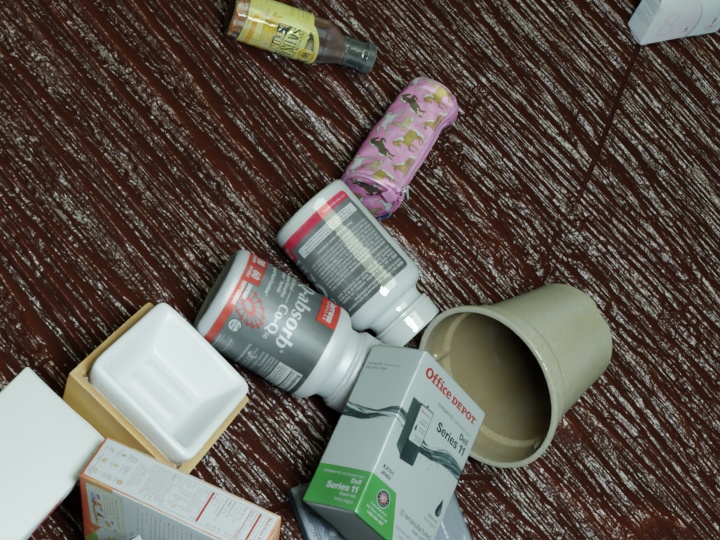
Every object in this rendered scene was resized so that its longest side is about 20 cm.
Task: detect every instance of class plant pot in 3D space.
[{"bbox_3d":[0.201,0.107,1.751,0.183,0.200,0.201,-27,80,-44],"label":"plant pot"}]

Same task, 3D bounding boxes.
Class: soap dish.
[{"bbox_3d":[-0.218,0.134,1.545,0.157,0.081,0.200,44,26,-2],"label":"soap dish"}]

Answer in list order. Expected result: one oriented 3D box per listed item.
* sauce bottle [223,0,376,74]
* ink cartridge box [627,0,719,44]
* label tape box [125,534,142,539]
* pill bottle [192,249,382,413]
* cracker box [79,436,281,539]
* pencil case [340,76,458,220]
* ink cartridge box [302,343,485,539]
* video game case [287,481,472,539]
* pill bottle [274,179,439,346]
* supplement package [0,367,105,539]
[{"bbox_3d":[-0.075,-0.301,1.861,0.198,0.066,0.067,15,62,-17],"label":"sauce bottle"},{"bbox_3d":[0.496,-0.420,2.110,0.161,0.200,0.057,-13,64,-29],"label":"ink cartridge box"},{"bbox_3d":[-0.216,0.379,1.438,0.063,0.144,0.201,-25,80,-34],"label":"label tape box"},{"bbox_3d":[-0.081,0.073,1.659,0.199,0.116,0.117,31,58,-10],"label":"pill bottle"},{"bbox_3d":[-0.180,0.261,1.451,0.198,0.135,0.058,23,49,12],"label":"cracker box"},{"bbox_3d":[0.052,-0.159,1.849,0.086,0.083,0.201,35,56,-6],"label":"pencil case"},{"bbox_3d":[0.041,0.203,1.605,0.147,0.082,0.201,46,59,-40],"label":"ink cartridge box"},{"bbox_3d":[0.027,0.291,1.670,0.198,0.019,0.144,-13,74,-31],"label":"video game case"},{"bbox_3d":[0.000,0.000,1.734,0.200,0.111,0.111,48,57,2],"label":"pill bottle"},{"bbox_3d":[-0.368,0.219,1.451,0.120,0.121,0.200,43,57,-2],"label":"supplement package"}]
